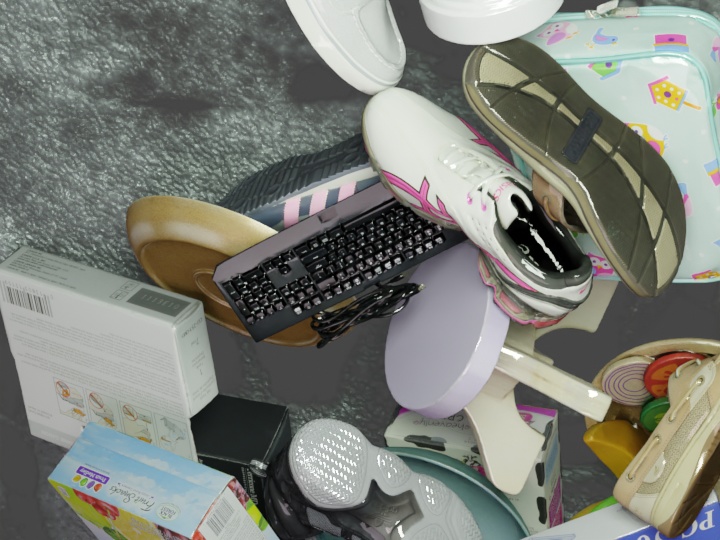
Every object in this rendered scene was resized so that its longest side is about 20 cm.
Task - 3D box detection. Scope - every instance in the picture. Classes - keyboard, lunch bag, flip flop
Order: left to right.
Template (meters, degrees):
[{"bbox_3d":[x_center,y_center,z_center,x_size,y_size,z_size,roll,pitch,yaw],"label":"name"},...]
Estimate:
[{"bbox_3d":[0.000,0.000,1.315,0.199,0.040,0.104,-26,124,14],"label":"keyboard"},{"bbox_3d":[0.135,-0.066,1.176,0.200,0.081,0.057,43,152,-12],"label":"flip flop"},{"bbox_3d":[0.178,-0.087,1.239,0.159,0.077,0.201,2,130,26],"label":"lunch bag"}]

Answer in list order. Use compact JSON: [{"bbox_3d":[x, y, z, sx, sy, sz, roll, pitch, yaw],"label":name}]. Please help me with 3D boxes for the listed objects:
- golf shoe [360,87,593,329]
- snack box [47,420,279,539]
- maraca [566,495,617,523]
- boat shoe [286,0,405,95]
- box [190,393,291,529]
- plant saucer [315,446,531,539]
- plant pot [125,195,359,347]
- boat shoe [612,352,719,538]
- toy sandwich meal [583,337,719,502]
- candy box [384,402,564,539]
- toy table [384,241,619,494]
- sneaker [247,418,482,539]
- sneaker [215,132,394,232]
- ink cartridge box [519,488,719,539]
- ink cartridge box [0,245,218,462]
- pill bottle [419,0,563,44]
[{"bbox_3d":[0.083,-0.054,1.227,0.200,0.073,0.092,45,157,4],"label":"golf shoe"},{"bbox_3d":[-0.138,0.224,1.488,0.168,0.068,0.200,15,150,39],"label":"snack box"},{"bbox_3d":[0.220,0.271,1.517,0.107,0.137,0.201,19,150,45],"label":"maraca"},{"bbox_3d":[-0.013,-0.209,1.216,0.068,0.072,0.201,-16,115,31],"label":"boat shoe"},{"bbox_3d":[-0.130,0.204,1.623,0.140,0.079,0.201,11,133,17],"label":"box"},{"bbox_3d":[0.055,0.209,1.501,0.198,0.036,0.201,13,134,14],"label":"plant saucer"},{"bbox_3d":[-0.096,0.008,1.413,0.199,0.028,0.200,21,159,8],"label":"plant pot"},{"bbox_3d":[0.252,0.094,1.333,0.064,0.201,0.071,31,-178,31],"label":"boat shoe"},{"bbox_3d":[0.265,0.140,1.417,0.203,0.071,0.206,11,133,12],"label":"toy sandwich meal"},{"bbox_3d":[0.100,0.197,1.538,0.135,0.061,0.201,8,133,17],"label":"candy box"},{"bbox_3d":[0.103,0.060,1.346,0.116,0.200,0.185,24,105,-15],"label":"toy table"},{"bbox_3d":[0.003,0.193,1.439,0.200,0.076,0.114,39,146,-19],"label":"sneaker"},{"bbox_3d":[-0.022,-0.045,1.359,0.199,0.070,0.082,-15,122,33],"label":"sneaker"},{"bbox_3d":[0.190,0.234,1.402,0.199,0.044,0.094,-22,118,7],"label":"ink cartridge box"},{"bbox_3d":[-0.206,0.083,1.516,0.199,0.044,0.175,16,130,30],"label":"ink cartridge box"},{"bbox_3d":[0.065,-0.247,1.111,0.115,0.116,0.201,1,131,20],"label":"pill bottle"}]
